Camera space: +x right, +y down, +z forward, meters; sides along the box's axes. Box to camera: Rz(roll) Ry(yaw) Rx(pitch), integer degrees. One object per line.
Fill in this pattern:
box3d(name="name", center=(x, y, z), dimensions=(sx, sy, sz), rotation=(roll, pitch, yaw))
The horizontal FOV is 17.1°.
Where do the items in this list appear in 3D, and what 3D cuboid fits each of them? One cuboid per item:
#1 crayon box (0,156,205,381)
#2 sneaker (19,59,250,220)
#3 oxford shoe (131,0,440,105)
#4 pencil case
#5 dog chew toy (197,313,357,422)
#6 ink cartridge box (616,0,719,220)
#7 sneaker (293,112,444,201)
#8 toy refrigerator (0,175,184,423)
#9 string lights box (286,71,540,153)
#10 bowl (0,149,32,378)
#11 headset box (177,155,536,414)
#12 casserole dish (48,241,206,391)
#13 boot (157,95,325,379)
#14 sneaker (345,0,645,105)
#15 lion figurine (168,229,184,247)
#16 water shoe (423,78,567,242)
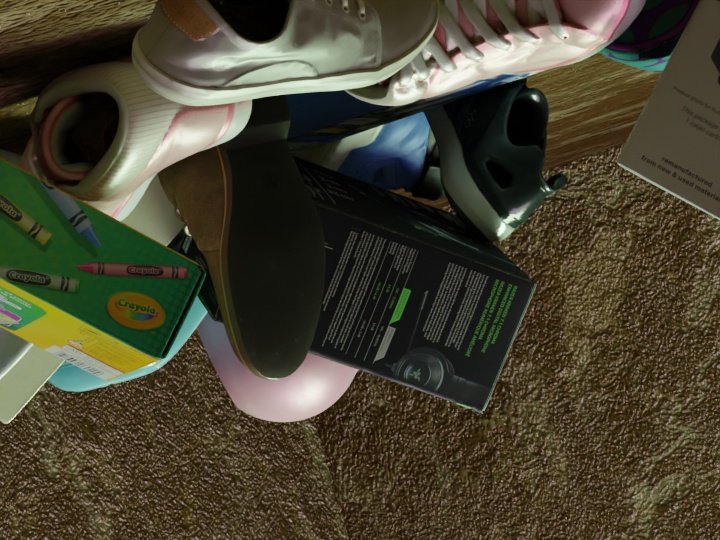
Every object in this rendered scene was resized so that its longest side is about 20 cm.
box3d(name="crayon box", center=(-0.194, -0.014, 1.275), dimensions=(0.199, 0.058, 0.119), rotation=(29, 164, -14))
box3d(name="sneaker", center=(-0.158, -0.067, 1.338), dimensions=(0.104, 0.076, 0.200), rotation=(-18, 173, -45))
box3d(name="oxford shoe", center=(-0.027, -0.128, 1.186), dimensions=(0.200, 0.075, 0.058), rotation=(-17, 143, -45))
box3d(name="pencil case", center=(0.177, -0.166, 1.456), dimensions=(0.092, 0.086, 0.200), rotation=(-3, -179, 12))
box3d(name="dog chew toy", center=(-0.013, 0.023, 1.699), dimensions=(0.199, 0.125, 0.125), rotation=(-27, 178, -1))
box3d(name="ink cartridge box", center=(0.240, -0.132, 1.386), dimensions=(0.201, 0.084, 0.145), rotation=(-63, 168, 10))
box3d(name="sneaker", center=(0.012, -0.068, 1.731), dimensions=(0.111, 0.077, 0.200), rotation=(16, 135, -20))
box3d(name="toy refrigerator", center=(-0.195, -0.005, 1.556), dimensions=(0.200, 0.070, 0.076), rotation=(-49, -156, -3))
box3d(name="string lights box", center=(0.027, -0.131, 1.520), dimensions=(0.199, 0.059, 0.103), rotation=(-17, 177, 19))
box3d(name="bowl", center=(-0.268, -0.008, 1.498), dimensions=(0.201, 0.090, 0.202), rotation=(-30, -146, 24))
box3d(name="headset box", center=(0.000, 0.000, 1.532), dimensions=(0.199, 0.093, 0.174), rotation=(19, -170, -17))
box3d(name="casserole dish", center=(-0.147, 0.023, 1.632), dimensions=(0.121, 0.039, 0.200), rotation=(-15, -155, 29))
box3d(name="boot", center=(-0.074, -0.033, 1.387), dimensions=(0.075, 0.201, 0.073), rotation=(-16, 171, 43))
box3d(name="sneaker", center=(0.063, -0.139, 1.361), dimensions=(0.200, 0.076, 0.104), rotation=(-13, -174, 44))
box3d(name="lion figurine", center=(-0.220, -0.027, 1.641), dimensions=(0.199, 0.073, 0.122), rotation=(-23, -146, -17))
box3d(name="water shoe", center=(0.090, -0.099, 1.586), dimensions=(0.079, 0.200, 0.072), rotation=(-31, 131, 16))
